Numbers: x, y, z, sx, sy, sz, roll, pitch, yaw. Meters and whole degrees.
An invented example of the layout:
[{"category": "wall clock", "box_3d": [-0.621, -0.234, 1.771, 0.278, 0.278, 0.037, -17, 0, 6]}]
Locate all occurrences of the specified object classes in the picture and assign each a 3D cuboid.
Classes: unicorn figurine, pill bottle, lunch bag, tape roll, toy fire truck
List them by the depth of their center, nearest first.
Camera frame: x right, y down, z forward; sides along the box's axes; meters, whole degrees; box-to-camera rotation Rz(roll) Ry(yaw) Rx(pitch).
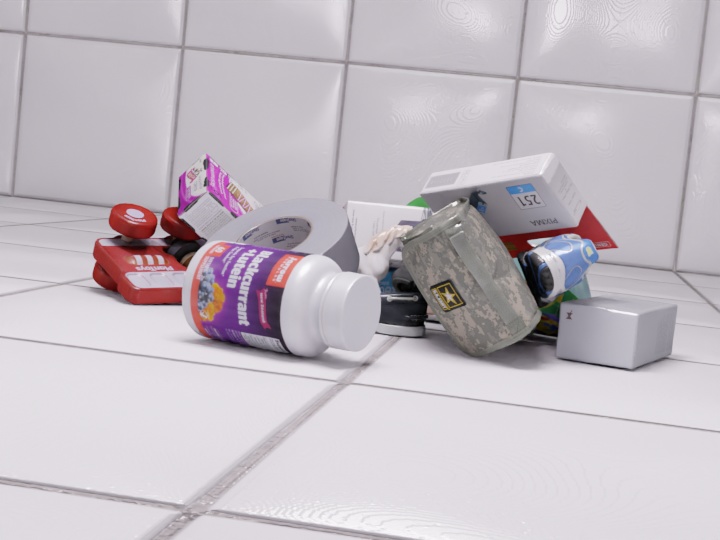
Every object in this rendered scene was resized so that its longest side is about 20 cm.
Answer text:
[{"category": "pill bottle", "box_3d": [-0.084, 0.033, 1.390, 0.200, 0.112, 0.111, 8, 5, 29]}, {"category": "lunch bag", "box_3d": [0.129, 0.008, 1.529, 0.118, 0.164, 0.200, -33, 4, 1]}, {"category": "tape roll", "box_3d": [-0.104, -0.016, 1.658, 0.200, 0.066, 0.200, -14, 29, 8]}, {"category": "unicorn figurine", "box_3d": [0.000, 0.000, 1.731, 0.200, 0.137, 0.074, 7, 4, 9]}, {"category": "toy fire truck", "box_3d": [-0.265, -0.004, 1.771, 0.200, 0.112, 0.168, 1, 31, -41]}]

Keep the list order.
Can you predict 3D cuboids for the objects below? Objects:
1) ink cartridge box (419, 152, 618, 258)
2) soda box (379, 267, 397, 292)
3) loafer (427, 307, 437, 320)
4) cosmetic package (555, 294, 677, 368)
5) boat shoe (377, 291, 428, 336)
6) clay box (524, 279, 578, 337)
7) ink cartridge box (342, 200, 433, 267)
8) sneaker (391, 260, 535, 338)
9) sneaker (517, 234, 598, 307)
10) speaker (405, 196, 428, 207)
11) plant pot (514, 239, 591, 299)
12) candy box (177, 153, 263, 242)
[{"category": "ink cartridge box", "box_3d": [0.202, -0.064, 1.640, 0.200, 0.045, 0.176, -6, -46, 45]}, {"category": "soda box", "box_3d": [0.011, 0.027, 1.871, 0.068, 0.064, 0.200, 11, 6, 43]}, {"category": "loafer", "box_3d": [0.132, 0.037, 1.896, 0.072, 0.063, 0.200, 7, 5, 19]}, {"category": "cosmetic package", "box_3d": [0.330, 0.076, 1.635, 0.101, 0.071, 0.200, 8, 5, 27]}, {"category": "boat shoe", "box_3d": [-0.011, 0.043, 1.659, 0.200, 0.060, 0.076, 6, 5, 2]}, {"category": "clay box", "box_3d": [0.211, 0.048, 1.769, 0.200, 0.048, 0.115, 8, -18, 37]}, {"category": "ink cartridge box", "box_3d": [0.071, -0.046, 1.848, 0.200, 0.084, 0.145, 6, -2, -4]}, {"category": "sneaker", "box_3d": [0.144, 0.024, 1.682, 0.200, 0.079, 0.075, 26, -28, 0]}, {"category": "sneaker", "box_3d": [0.244, -0.002, 1.587, 0.077, 0.076, 0.200, -25, 1, -1]}, {"category": "speaker", "box_3d": [0.143, -0.026, 2.015, 0.200, 0.088, 0.088, 44, -16, -29]}, {"category": "plant pot", "box_3d": [0.245, -0.003, 1.919, 0.134, 0.200, 0.200, -20, 6, -2]}, {"category": "candy box", "box_3d": [-0.168, -0.059, 1.820, 0.200, 0.061, 0.136, 44, 15, -25]}]
